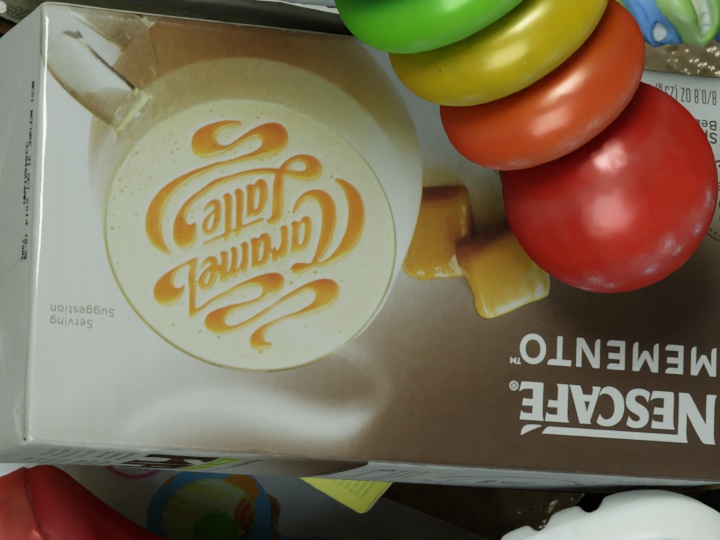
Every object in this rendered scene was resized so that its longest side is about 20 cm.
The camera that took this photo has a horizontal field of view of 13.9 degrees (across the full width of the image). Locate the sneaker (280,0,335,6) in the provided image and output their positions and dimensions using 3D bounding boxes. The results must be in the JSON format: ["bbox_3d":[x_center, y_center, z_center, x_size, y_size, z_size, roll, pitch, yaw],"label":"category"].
[{"bbox_3d":[-0.041,-0.122,0.735,0.200,0.071,0.080,15,161,-7],"label":"sneaker"}]

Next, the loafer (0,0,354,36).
[{"bbox_3d":[-0.063,-0.091,0.804,0.200,0.076,0.068,15,157,-2],"label":"loafer"}]

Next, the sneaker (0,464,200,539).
[{"bbox_3d":[-0.014,0.098,0.877,0.116,0.078,0.200,-37,128,9],"label":"sneaker"}]

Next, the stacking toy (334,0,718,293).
[{"bbox_3d":[0.027,-0.075,0.704,0.085,0.085,0.200,-27,120,19],"label":"stacking toy"}]

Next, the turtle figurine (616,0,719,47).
[{"bbox_3d":[0.153,-0.108,0.725,0.194,0.200,0.144,-30,71,0],"label":"turtle figurine"}]

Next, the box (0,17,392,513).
[{"bbox_3d":[-0.065,-0.013,0.856,0.200,0.075,0.050,33,117,-13],"label":"box"}]

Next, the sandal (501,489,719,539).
[{"bbox_3d":[0.017,0.126,0.814,0.203,0.050,0.082,-37,127,23],"label":"sandal"}]

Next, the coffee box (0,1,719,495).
[{"bbox_3d":[0.000,0.000,0.791,0.200,0.080,0.114,6,81,-20],"label":"coffee box"}]

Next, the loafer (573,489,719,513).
[{"bbox_3d":[0.114,0.029,0.866,0.073,0.071,0.200,25,105,-40],"label":"loafer"}]

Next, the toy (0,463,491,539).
[{"bbox_3d":[-0.054,0.090,0.930,0.200,0.047,0.115,26,116,-16],"label":"toy"}]
